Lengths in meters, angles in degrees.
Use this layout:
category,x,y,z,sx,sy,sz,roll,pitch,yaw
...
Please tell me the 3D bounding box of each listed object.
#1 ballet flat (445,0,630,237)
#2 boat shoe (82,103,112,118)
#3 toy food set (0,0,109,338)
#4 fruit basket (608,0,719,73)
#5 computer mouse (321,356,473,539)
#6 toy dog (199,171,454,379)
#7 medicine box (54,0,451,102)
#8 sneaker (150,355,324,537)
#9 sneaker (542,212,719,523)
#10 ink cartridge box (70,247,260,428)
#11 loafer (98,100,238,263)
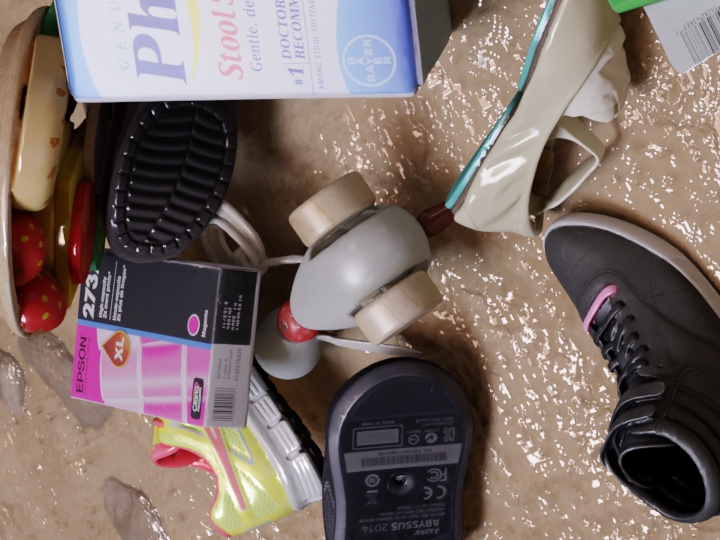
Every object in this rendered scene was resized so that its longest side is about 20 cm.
category,x,y,z,sx,sy,sz,roll,pitch,yaw
ballet flat,0.108,-0.089,1.526,0.069,0.069,0.200,46,139,18
boat shoe,-0.156,-0.148,1.761,0.069,0.057,0.200,-5,107,47
toy food set,-0.181,-0.061,1.663,0.049,0.198,0.200,4,116,3
fruit basket,0.182,-0.218,1.369,0.200,0.094,0.185,-32,87,34
computer mouse,0.013,0.129,1.716,0.053,0.138,0.200,-108,21,-58
toy dog,0.000,0.000,1.678,0.200,0.096,0.132,-1,114,62
medicine box,-0.062,-0.192,1.545,0.200,0.103,0.182,-1,114,14
sneaker,-0.102,0.078,1.775,0.200,0.090,0.078,57,-176,25
sneaker,0.150,0.052,1.523,0.200,0.099,0.071,46,139,19
ink cartridge box,-0.131,0.037,1.744,0.200,0.037,0.095,8,93,55
loafer,-0.111,-0.103,1.704,0.071,0.073,0.200,17,92,63
